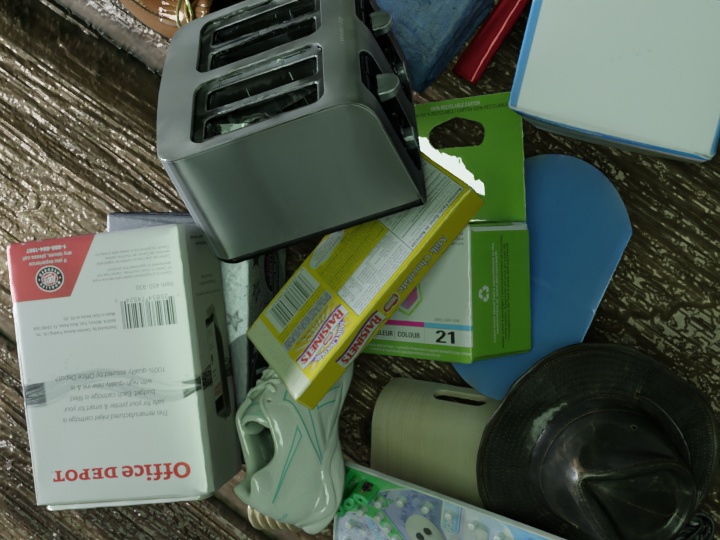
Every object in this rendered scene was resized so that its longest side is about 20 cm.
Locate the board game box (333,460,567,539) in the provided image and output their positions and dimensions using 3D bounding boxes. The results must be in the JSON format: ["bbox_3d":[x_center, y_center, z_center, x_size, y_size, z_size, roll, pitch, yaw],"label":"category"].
[{"bbox_3d":[0.062,0.266,0.895,0.198,0.026,0.202,16,124,20],"label":"board game box"}]

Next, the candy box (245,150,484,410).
[{"bbox_3d":[0.000,0.000,0.846,0.201,0.026,0.102,-50,41,3],"label":"candy box"}]

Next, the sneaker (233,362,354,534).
[{"bbox_3d":[-0.054,0.101,0.884,0.070,0.079,0.203,-35,43,45],"label":"sneaker"}]

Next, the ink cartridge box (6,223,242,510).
[{"bbox_3d":[-0.179,0.071,0.858,0.145,0.083,0.203,-6,92,11],"label":"ink cartridge box"}]

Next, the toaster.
[{"bbox_3d":[-0.057,-0.115,0.844,0.197,0.182,0.119,-16,133,13],"label":"toaster"}]

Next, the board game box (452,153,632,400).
[{"bbox_3d":[0.144,0.008,0.904,0.158,0.039,0.202,32,100,49],"label":"board game box"}]

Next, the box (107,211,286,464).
[{"bbox_3d":[-0.136,0.052,0.949,0.130,0.115,0.203,2,94,12],"label":"box"}]

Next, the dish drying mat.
[{"bbox_3d":[0.139,-0.238,0.893,0.018,0.077,0.201,33,100,-7],"label":"dish drying mat"}]

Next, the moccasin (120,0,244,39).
[{"bbox_3d":[-0.121,-0.219,0.942,0.200,0.078,0.074,30,81,9],"label":"moccasin"}]

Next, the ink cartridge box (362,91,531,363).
[{"bbox_3d":[0.056,-0.036,0.889,0.147,0.075,0.203,1,95,48],"label":"ink cartridge box"}]

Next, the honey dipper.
[{"bbox_3d":[-0.008,0.204,0.935,0.198,0.038,0.039,-4,93,34],"label":"honey dipper"}]

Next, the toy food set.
[{"bbox_3d":[0.082,0.199,0.933,0.142,0.060,0.203,6,100,29],"label":"toy food set"}]

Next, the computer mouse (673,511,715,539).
[{"bbox_3d":[0.184,0.173,0.926,0.140,0.046,0.201,-38,89,17],"label":"computer mouse"}]

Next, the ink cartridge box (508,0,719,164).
[{"bbox_3d":[0.203,-0.166,0.819,0.143,0.200,0.149,15,97,13],"label":"ink cartridge box"}]

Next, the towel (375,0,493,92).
[{"bbox_3d":[0.007,-0.249,0.934,0.199,0.049,0.112,39,101,7],"label":"towel"}]

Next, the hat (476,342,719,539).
[{"bbox_3d":[0.187,0.158,0.826,0.197,0.081,0.204,-3,110,-7],"label":"hat"}]
